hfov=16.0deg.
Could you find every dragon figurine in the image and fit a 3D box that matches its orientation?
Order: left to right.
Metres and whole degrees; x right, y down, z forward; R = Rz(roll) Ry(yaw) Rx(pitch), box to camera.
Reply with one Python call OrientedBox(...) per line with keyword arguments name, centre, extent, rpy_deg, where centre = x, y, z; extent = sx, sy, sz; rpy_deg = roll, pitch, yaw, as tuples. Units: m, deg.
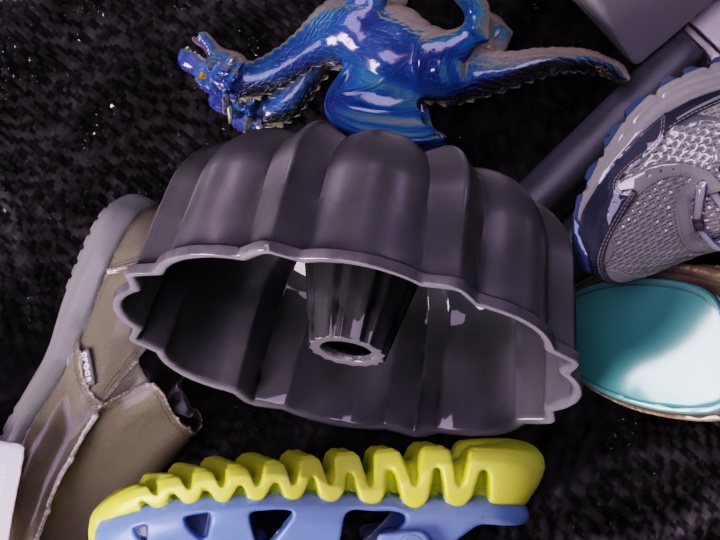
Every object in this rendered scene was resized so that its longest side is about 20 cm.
OrientedBox(name="dragon figurine", centre=(0.020, -0.082, 1.141), extent=(0.199, 0.059, 0.100), rpy_deg=(21, 87, 15))

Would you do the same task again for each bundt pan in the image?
OrientedBox(name="bundt pan", centre=(0.000, 0.000, 1.070), extent=(0.200, 0.202, 0.076), rpy_deg=(5, 68, 13))

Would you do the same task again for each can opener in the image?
OrientedBox(name="can opener", centre=(0.144, -0.083, 1.109), extent=(0.200, 0.067, 0.053), rpy_deg=(-44, 72, -4))

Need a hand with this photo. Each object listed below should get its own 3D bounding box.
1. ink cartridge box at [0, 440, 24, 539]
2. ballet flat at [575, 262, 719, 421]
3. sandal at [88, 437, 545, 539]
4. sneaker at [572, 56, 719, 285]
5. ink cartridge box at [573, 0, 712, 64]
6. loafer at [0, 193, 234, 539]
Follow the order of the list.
OrientedBox(name="ink cartridge box", centre=(-0.236, 0.145, 1.149), extent=(0.199, 0.047, 0.161), rpy_deg=(6, 83, 27))
OrientedBox(name="ballet flat", centre=(0.174, 0.027, 1.082), extent=(0.199, 0.065, 0.071), rpy_deg=(4, 104, 42))
OrientedBox(name="sandal", centre=(-0.018, 0.119, 1.102), extent=(0.198, 0.079, 0.088), rpy_deg=(-2, 92, 0))
OrientedBox(name="sneaker", centre=(0.181, -0.048, 1.060), extent=(0.199, 0.077, 0.085), rpy_deg=(-30, 45, -7))
OrientedBox(name="ink cartridge box", centre=(0.098, -0.215, 1.057), extent=(0.146, 0.200, 0.147), rpy_deg=(-42, 62, 4))
OrientedBox(name="loafer", centre=(-0.111, 0.067, 1.140), extent=(0.069, 0.075, 0.201), rpy_deg=(17, 86, 18))
